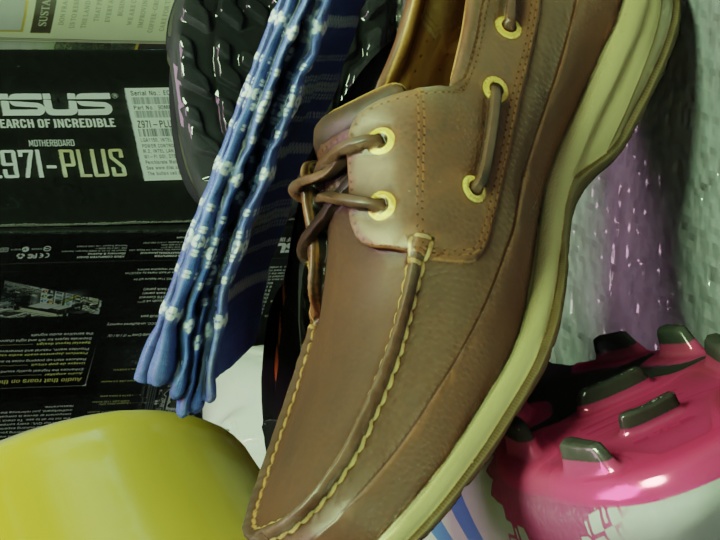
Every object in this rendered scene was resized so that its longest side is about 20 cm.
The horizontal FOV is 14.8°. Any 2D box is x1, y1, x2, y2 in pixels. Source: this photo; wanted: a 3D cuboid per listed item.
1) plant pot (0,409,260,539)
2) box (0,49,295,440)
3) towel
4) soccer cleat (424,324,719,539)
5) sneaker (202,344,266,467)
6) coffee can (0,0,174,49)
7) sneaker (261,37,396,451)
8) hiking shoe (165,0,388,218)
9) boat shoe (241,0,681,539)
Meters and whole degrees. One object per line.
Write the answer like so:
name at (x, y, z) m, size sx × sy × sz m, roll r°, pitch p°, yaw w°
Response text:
plant pot at (-0.062, 0.152, 0.796) m, size 0.201 × 0.201 × 0.189 m, roll 113°, pitch 142°, yaw -52°
box at (-0.127, 0.001, 1.047) m, size 0.164 × 0.200 × 0.086 m, roll 110°, pitch 152°, yaw -49°
towel at (-0.013, -0.058, 0.820) m, size 0.145 × 0.024 × 0.200 m, roll -44°, pitch -24°, yaw -82°
soccer cleat at (0.059, 0.062, 0.705) m, size 0.086 × 0.070 × 0.200 m, roll 69°, pitch 163°, yaw -10°
sneaker at (-0.042, 0.093, 0.964) m, size 0.200 × 0.088 × 0.075 m, roll -114°, pitch 28°, yaw -53°
coffee can at (-0.150, -0.151, 1.117) m, size 0.146 × 0.200 × 0.146 m, roll 180°, pitch 90°, yaw -73°
sneaker at (0.000, 0.000, 0.857) m, size 0.090 × 0.070 × 0.200 m, roll -118°, pitch 30°, yaw -50°
hiking shoe at (-0.032, -0.103, 0.980) m, size 0.101 × 0.076 × 0.200 m, roll 117°, pitch 158°, yaw -72°
boat shoe at (0.012, -0.012, 0.677) m, size 0.072 × 0.068 × 0.200 m, roll -26°, pitch 33°, yaw 53°
